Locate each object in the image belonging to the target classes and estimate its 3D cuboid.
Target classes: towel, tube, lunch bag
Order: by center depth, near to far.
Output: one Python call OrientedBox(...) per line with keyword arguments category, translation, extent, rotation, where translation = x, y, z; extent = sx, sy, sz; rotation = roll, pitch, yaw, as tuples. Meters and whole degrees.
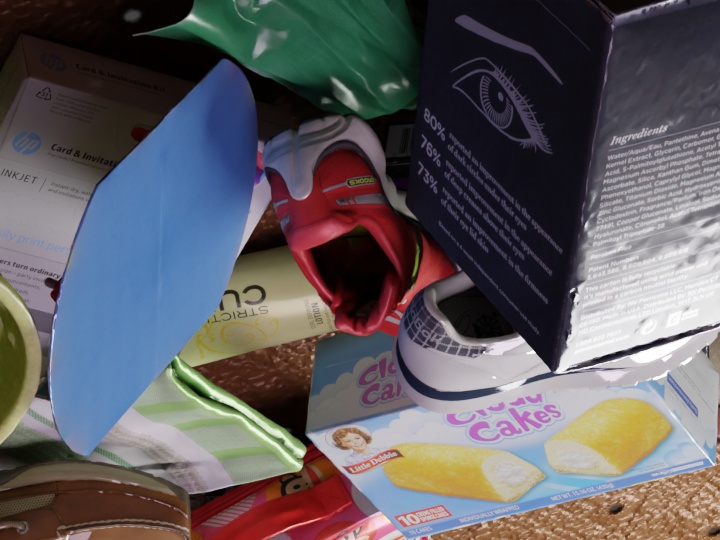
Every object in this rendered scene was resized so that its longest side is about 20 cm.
OrientedBox(category="towel", translation=(-0.148, 0.098, 1.542), extent=(0.199, 0.031, 0.149), rotation=(-13, 152, 27))
OrientedBox(category="tube", translation=(-0.065, 0.020, 1.571), extent=(0.198, 0.058, 0.052), rotation=(-12, 177, 2))
OrientedBox(category="lunch bag", translation=(-0.057, 0.176, 1.691), extent=(0.199, 0.082, 0.176), rotation=(-29, 158, -4))

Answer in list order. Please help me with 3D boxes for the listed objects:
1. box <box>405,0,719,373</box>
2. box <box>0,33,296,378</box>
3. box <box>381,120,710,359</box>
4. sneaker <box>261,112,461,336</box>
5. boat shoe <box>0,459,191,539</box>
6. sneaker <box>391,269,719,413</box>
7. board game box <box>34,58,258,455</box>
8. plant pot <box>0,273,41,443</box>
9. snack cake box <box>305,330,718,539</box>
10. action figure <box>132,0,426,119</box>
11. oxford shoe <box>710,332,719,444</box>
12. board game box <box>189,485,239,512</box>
OrientedBox(category="box", translation=(0.106, -0.081, 1.321), extent=(0.104, 0.148, 0.201), rotation=(-15, 133, -26))
OrientedBox(category="box", translation=(-0.144, -0.016, 1.476), extent=(0.155, 0.041, 0.201), rotation=(14, 127, -26))
OrientedBox(category="box", translation=(0.103, -0.009, 1.541), extent=(0.142, 0.036, 0.201), rotation=(-4, 139, 16))
OrientedBox(category="sneaker", translation=(0.000, 0.000, 1.459), extent=(0.077, 0.085, 0.200), rotation=(-18, 149, 16))
OrientedBox(category="boat shoe", translation=(-0.190, 0.149, 1.536), extent=(0.198, 0.074, 0.076), rotation=(-1, 153, 2))
OrientedBox(category="sneaker", translation=(0.113, 0.014, 1.431), extent=(0.199, 0.077, 0.081), rotation=(-19, 152, -16))
OrientedBox(category="board game box", translation=(-0.113, -0.014, 1.369), extent=(0.039, 0.200, 0.159), rotation=(20, 131, 18))
OrientedBox(category="plant pot", translation=(-0.259, -0.019, 1.339), extent=(0.199, 0.185, 0.201), rotation=(-8, 141, -6))
OrientedBox(category="snack cake box", translation=(0.083, 0.072, 1.565), extent=(0.199, 0.068, 0.115), rotation=(-16, 137, 29))
OrientedBox(category="action figure", translation=(-0.015, -0.122, 1.412), extent=(0.118, 0.055, 0.200), rotation=(-34, 146, 18))
OrientedBox(category="oxford shoe", translation=(0.166, 0.048, 1.690), extent=(0.199, 0.075, 0.070), rotation=(19, 174, -23))
OrientedBox(category="board game box", translation=(-0.182, 0.134, 1.679), extent=(0.199, 0.029, 0.134), rotation=(22, 128, -39))
